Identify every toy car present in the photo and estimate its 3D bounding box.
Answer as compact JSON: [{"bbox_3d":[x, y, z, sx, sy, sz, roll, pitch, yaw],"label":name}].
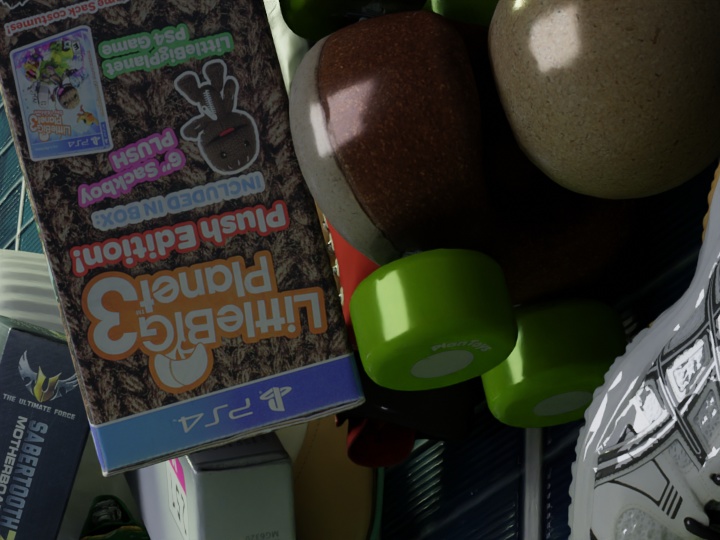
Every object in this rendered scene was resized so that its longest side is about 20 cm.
[{"bbox_3d":[0.090,-0.063,0.956,0.199,0.157,0.165,-25,65,28],"label":"toy car"}]

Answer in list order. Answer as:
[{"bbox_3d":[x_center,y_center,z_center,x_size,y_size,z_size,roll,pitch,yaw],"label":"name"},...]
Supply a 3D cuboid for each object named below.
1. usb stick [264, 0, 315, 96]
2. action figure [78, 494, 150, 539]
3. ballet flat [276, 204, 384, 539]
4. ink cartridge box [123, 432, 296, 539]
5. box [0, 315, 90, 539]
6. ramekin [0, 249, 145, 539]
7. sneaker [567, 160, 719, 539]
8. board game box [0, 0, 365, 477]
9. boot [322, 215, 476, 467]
[{"bbox_3d":[-0.031,-0.133,1.159,0.055,0.032,0.201,129,137,-51],"label":"usb stick"},{"bbox_3d":[-0.115,0.162,1.297,0.200,0.117,0.055,-104,0,-65],"label":"action figure"},{"bbox_3d":[-0.032,0.040,1.212,0.069,0.063,0.201,-51,33,42],"label":"ballet flat"},{"bbox_3d":[-0.068,0.111,1.190,0.200,0.043,0.175,-125,30,-61],"label":"ink cartridge box"},{"bbox_3d":[-0.165,0.102,1.276,0.200,0.051,0.159,-178,104,-79],"label":"box"},{"bbox_3d":[-0.182,0.083,1.469,0.200,0.104,0.201,-44,39,50],"label":"ramekin"},{"bbox_3d":[0.125,0.037,0.849,0.088,0.075,0.201,39,113,64],"label":"sneaker"},{"bbox_3d":[-0.077,-0.045,1.037,0.159,0.096,0.201,-133,29,-79],"label":"board game box"},{"bbox_3d":[0.000,0.000,1.162,0.200,0.072,0.145,27,102,63],"label":"boot"}]
